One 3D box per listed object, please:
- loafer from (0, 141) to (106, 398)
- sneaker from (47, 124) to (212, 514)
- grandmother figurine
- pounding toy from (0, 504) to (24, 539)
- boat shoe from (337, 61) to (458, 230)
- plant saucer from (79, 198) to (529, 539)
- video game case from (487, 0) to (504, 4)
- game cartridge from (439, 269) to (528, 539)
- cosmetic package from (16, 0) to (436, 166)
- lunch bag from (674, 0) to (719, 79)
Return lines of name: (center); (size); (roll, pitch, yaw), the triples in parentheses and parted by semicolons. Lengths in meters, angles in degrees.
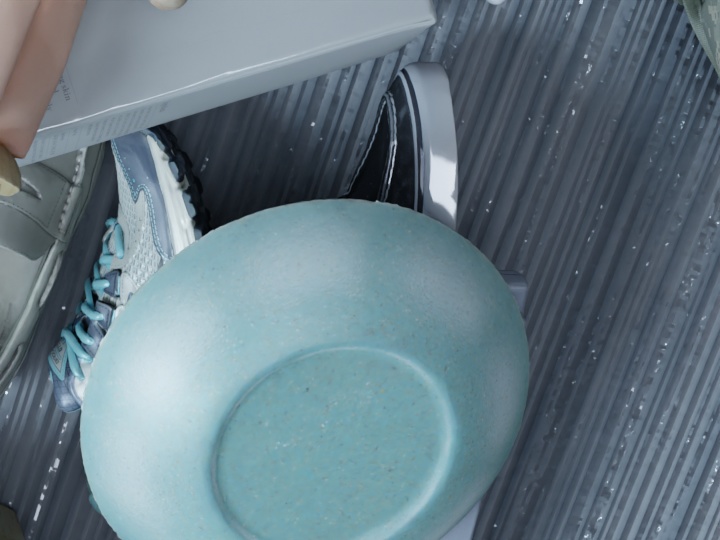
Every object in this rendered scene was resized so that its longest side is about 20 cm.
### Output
loafer: (-0.156, -0.025, 0.788); (0.070, 0.070, 0.201); (14, 100, -10)
sneaker: (-0.104, 0.029, 0.814); (0.086, 0.078, 0.201); (-7, 108, -3)
grandmother figurine: (-0.118, -0.131, 0.661); (0.121, 0.061, 0.201); (20, 80, -16)
pounding toy: (-0.231, 0.159, 0.790); (0.142, 0.184, 0.200); (28, 101, -28)
boat shoe: (0.000, 0.000, 0.828); (0.067, 0.072, 0.201); (4, 113, -12)
plant saucer: (-0.016, 0.068, 0.751); (0.200, 0.039, 0.202); (-7, 119, -13)
video game case: (0.065, -0.251, 0.782); (0.182, 0.023, 0.200); (-41, 109, 4)
game cartridge: (-0.007, 0.088, 0.808); (0.132, 0.042, 0.201); (5, 116, -16)
cosmetic package: (-0.081, -0.121, 0.739); (0.199, 0.081, 0.113); (-16, 89, -14)
lunch bag: (0.235, -0.128, 0.796); (0.164, 0.118, 0.201); (-28, 106, 1)
